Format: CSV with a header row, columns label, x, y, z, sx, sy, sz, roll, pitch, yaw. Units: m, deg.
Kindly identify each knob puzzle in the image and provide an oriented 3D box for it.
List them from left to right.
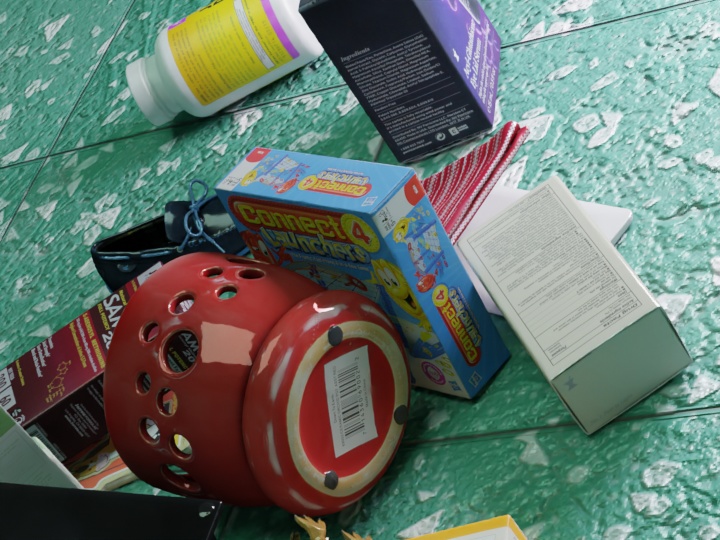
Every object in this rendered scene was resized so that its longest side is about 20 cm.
label,x,y,z,sx,sy,sz,roll,pitch,yaw
knob puzzle,-0.237,0.131,1.856,0.219,0.030,0.220,-23,36,18

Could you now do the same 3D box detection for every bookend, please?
label,x,y,z,sx,sy,sz,roll,pitch,yaw
bookend,-0.184,0.262,1.537,0.198,0.201,0.092,3,46,19

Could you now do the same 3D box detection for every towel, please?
label,x,y,z,sx,sy,sz,roll,pitch,yaw
towel,0.061,-0.048,1.744,0.145,0.022,0.200,-56,12,-26

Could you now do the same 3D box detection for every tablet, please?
label,x,y,z,sx,sy,sz,roll,pitch,yaw
tablet,0.127,-0.018,1.730,0.200,0.014,0.130,14,58,50

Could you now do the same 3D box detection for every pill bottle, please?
label,x,y,z,sx,sy,sz,roll,pitch,yaw
pill bottle,-0.146,-0.230,2.145,0.199,0.104,0.104,-27,35,14

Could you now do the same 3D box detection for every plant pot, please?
label,x,y,z,sx,sy,sz,roll,pitch,yaw
plant pot,-0.076,0.094,1.610,0.182,0.201,0.201,11,55,43

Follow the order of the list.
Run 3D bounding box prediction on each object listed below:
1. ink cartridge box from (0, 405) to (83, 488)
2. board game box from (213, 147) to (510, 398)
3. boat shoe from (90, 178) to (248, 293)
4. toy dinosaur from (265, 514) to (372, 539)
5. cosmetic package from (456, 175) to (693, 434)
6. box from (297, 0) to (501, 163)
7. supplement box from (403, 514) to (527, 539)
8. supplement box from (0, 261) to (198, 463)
label,x,y,z,sx,sy,sz,roll,pitch,yaw
ink cartridge box,-0.318,0.196,1.696,0.145,0.200,0.048,-42,36,-8
board game box,0.000,0.000,1.652,0.199,0.196,0.056,10,49,48
boat shoe,-0.171,-0.033,1.960,0.199,0.069,0.084,-28,35,12
toy dinosaur,-0.030,0.248,1.524,0.200,0.060,0.107,34,107,56
cosmetic package,0.163,0.023,1.580,0.103,0.073,0.200,-34,38,3
box,0.040,-0.228,1.891,0.104,0.200,0.148,-19,37,23
supplement box,0.054,0.276,1.382,0.126,0.074,0.201,-17,38,26
supplement box,-0.235,0.090,1.823,0.200,0.061,0.109,-34,33,1
